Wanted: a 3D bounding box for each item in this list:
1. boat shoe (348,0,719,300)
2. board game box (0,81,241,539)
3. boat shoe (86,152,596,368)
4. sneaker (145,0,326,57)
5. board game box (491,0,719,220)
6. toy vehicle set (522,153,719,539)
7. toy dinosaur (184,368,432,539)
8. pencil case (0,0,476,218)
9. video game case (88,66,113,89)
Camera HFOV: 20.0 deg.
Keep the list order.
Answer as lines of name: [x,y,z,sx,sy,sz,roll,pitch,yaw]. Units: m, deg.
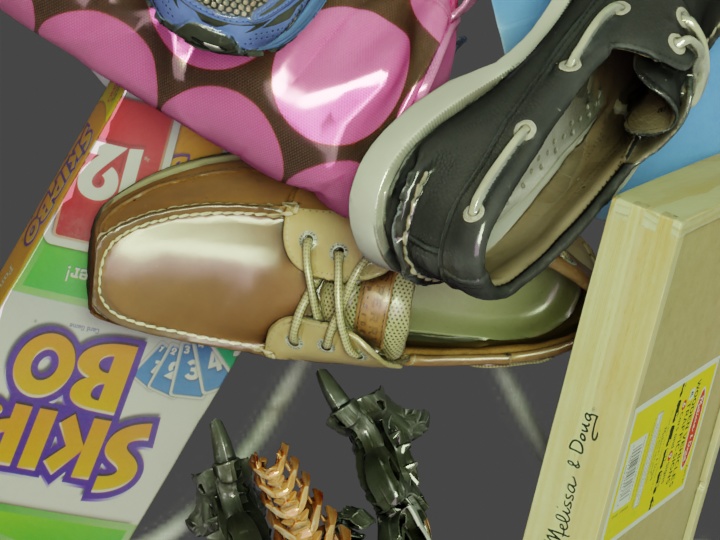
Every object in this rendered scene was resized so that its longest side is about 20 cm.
boat shoe: [0.083,-0.063,0.696,0.200,0.060,0.074,-39,133,-26]
board game box: [-0.101,0.031,0.789,0.095,0.030,0.201,28,99,-24]
boat shoe: [0.000,0.000,0.756,0.198,0.074,0.076,0,107,-16]
sneaker: [-0.023,-0.163,0.661,0.075,0.078,0.202,17,72,-4]
board game box: [0.115,-0.121,0.774,0.157,0.039,0.202,-21,112,-13]
toy vehicle set: [0.103,0.061,0.752,0.026,0.124,0.202,21,109,25]
toy dinosaur: [0.001,0.116,0.759,0.101,0.136,0.201,-11,142,-16]
pencil case: [-0.060,-0.106,0.719,0.199,0.091,0.094,29,116,-2]
video game case: [-0.083,-0.191,0.753,0.181,0.023,0.200,-38,99,14]
